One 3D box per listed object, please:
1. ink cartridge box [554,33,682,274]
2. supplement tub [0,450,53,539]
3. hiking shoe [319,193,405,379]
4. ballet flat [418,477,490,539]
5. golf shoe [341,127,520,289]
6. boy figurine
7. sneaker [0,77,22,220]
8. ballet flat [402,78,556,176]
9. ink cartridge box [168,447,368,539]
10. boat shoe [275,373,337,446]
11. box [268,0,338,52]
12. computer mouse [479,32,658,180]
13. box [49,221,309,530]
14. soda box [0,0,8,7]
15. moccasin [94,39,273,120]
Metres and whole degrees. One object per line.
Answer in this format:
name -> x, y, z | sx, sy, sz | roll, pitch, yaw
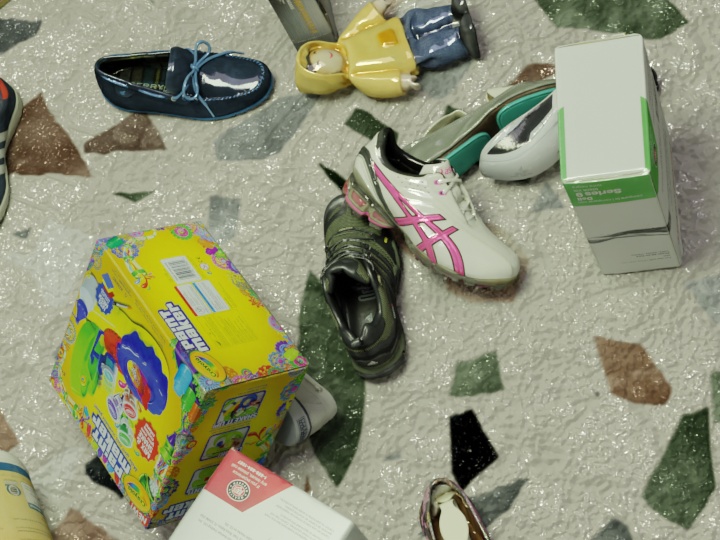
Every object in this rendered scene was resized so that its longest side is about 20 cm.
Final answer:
ink cartridge box -> 0.242, -0.102, 1.554 | 0.084, 0.200, 0.147 | -7, 63, 16
supplement tub -> -0.356, 0.285, 1.571 | 0.144, 0.145, 0.200 | -29, 60, 1
hiking shoe -> 0.000, 0.000, 1.630 | 0.075, 0.101, 0.201 | -17, 61, 7
ballet flat -> 0.102, 0.273, 1.485 | 0.069, 0.071, 0.201 | -26, 61, 1
golf shoe -> 0.075, -0.058, 1.623 | 0.200, 0.073, 0.092 | 35, 123, 13
boy figurine -> 0.023, -0.239, 1.763 | 0.199, 0.064, 0.125 | -14, 64, 6
sneaker -> -0.428, -0.132, 1.830 | 0.075, 0.085, 0.201 | -5, 64, 14
ballet flat -> 0.128, -0.152, 1.689 | 0.199, 0.067, 0.064 | -31, 52, -1
ink cartridge box -> -0.096, 0.295, 1.490 | 0.145, 0.145, 0.200 | 28, 75, 25
boat shoe -> -0.100, 0.096, 1.639 | 0.070, 0.071, 0.200 | -25, 43, -34
box -> -0.083, -0.354, 1.795 | 0.048, 0.158, 0.201 | -18, 61, 10
computer mouse -> 0.207, -0.148, 1.653 | 0.200, 0.110, 0.044 | -39, 61, 6
box -> -0.175, 0.097, 1.569 | 0.122, 0.193, 0.200 | -12, 50, -39
soda box -> -0.466, -0.330, 1.949 | 0.200, 0.064, 0.068 | -42, 61, -6
moccasin -> -0.197, -0.204, 1.806 | 0.199, 0.068, 0.081 | -4, 64, 14
